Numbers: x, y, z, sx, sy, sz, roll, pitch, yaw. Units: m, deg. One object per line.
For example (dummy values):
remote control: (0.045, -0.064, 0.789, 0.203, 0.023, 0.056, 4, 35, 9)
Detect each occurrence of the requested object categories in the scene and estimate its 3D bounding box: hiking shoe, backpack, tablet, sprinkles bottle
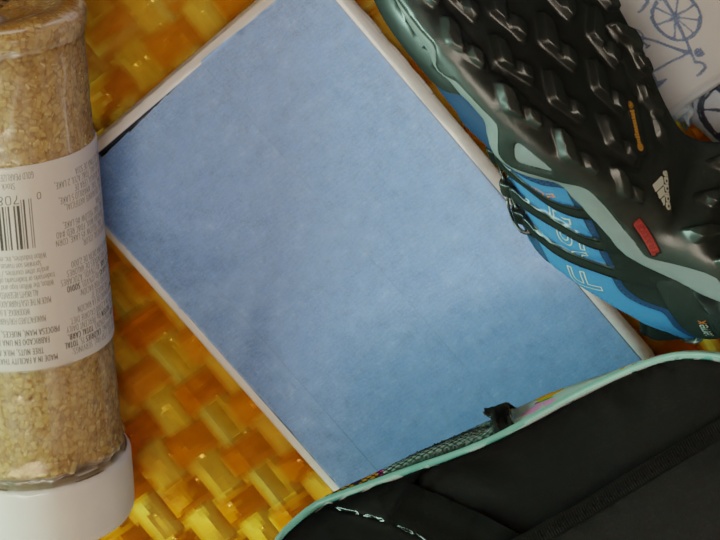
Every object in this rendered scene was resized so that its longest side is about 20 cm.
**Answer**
hiking shoe: (0.067, -0.038, 0.839, 0.200, 0.074, 0.087, 43, 145, -17)
backpack: (0.096, 0.123, 0.851, 0.200, 0.153, 0.176, -31, 73, 14)
tablet: (0.000, 0.000, 0.915, 0.130, 0.014, 0.200, -39, 99, 17)
sprinkles bottle: (-0.123, 0.000, 0.895, 0.068, 0.068, 0.200, 1, 112, 8)

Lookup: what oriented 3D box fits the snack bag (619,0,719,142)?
snack bag: (0.153, -0.087, 0.806, 0.200, 0.021, 0.189, 43, 142, -13)
